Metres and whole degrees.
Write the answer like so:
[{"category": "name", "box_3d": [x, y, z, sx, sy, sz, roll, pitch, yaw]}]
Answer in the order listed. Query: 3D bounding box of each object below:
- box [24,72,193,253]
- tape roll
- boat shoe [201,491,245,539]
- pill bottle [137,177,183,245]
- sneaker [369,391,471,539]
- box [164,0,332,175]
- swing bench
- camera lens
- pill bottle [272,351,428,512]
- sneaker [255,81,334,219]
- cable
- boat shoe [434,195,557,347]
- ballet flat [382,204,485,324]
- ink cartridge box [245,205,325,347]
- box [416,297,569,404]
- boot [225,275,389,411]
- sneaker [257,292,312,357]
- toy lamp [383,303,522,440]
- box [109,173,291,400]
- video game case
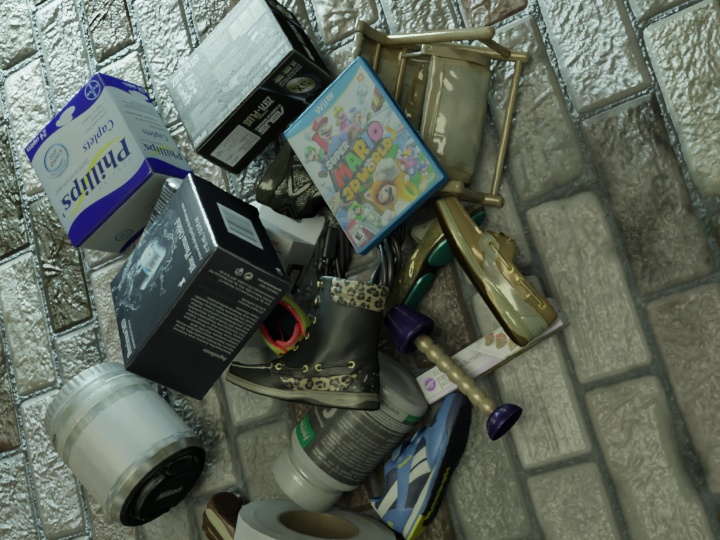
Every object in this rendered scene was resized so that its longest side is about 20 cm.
[{"category": "box", "box_3d": [-0.382, -0.160, 1.385, 0.184, 0.105, 0.200, -40, 70, 19]}, {"category": "tape roll", "box_3d": [-0.059, 0.346, 1.127, 0.202, 0.202, 0.071, 11, 91, 27]}, {"category": "boat shoe", "box_3d": [-0.145, 0.398, 1.246, 0.202, 0.075, 0.075, 45, 119, 29]}, {"category": "pill bottle", "box_3d": [-0.269, -0.024, 1.317, 0.106, 0.106, 0.200, 29, 99, 26]}, {"category": "sneaker", "box_3d": [0.074, 0.237, 1.141, 0.082, 0.074, 0.200, 27, 97, 28]}, {"category": "box", "box_3d": [-0.160, -0.263, 1.269, 0.200, 0.086, 0.164, -43, 52, 17]}, {"category": "swing bench", "box_3d": [0.083, -0.196, 1.145, 0.200, 0.130, 0.199, 12, 92, 32]}, {"category": "camera lens", "box_3d": [-0.331, 0.247, 1.294, 0.200, 0.160, 0.160, 41, 104, 24]}, {"category": "pill bottle", "box_3d": [-0.016, 0.207, 1.165, 0.113, 0.113, 0.200, 46, 105, 22]}, {"category": "sneaker", "box_3d": [-0.047, -0.155, 1.239, 0.114, 0.076, 0.200, 29, 82, 3]}, {"category": "cable", "box_3d": [0.000, 0.000, 1.180, 0.163, 0.051, 0.200, -15, 63, 50]}, {"category": "boat shoe", "box_3d": [0.159, -0.009, 1.077, 0.066, 0.074, 0.200, -32, 84, -1]}, {"category": "ballet flat", "box_3d": [0.078, -0.017, 1.164, 0.071, 0.071, 0.200, 42, 107, 23]}, {"category": "ink cartridge box", "box_3d": [-0.143, -0.007, 1.273, 0.116, 0.068, 0.200, 27, 97, 26]}, {"category": "box", "box_3d": [0.162, 0.101, 1.126, 0.200, 0.041, 0.039, -34, 71, 19]}, {"category": "boot", "box_3d": [-0.061, 0.084, 1.106, 0.203, 0.073, 0.154, 6, 84, 24]}, {"category": "sneaker", "box_3d": [-0.082, 0.098, 1.190, 0.078, 0.090, 0.200, -42, 100, 2]}, {"category": "toy lamp", "box_3d": [0.106, 0.116, 1.099, 0.200, 0.058, 0.058, 43, 104, 25]}, {"category": "box", "box_3d": [-0.210, 0.018, 1.157, 0.200, 0.117, 0.197, -52, 35, 15]}, {"category": "video game case", "box_3d": [0.002, -0.140, 1.103, 0.143, 0.018, 0.200, -42, 65, 23]}]
